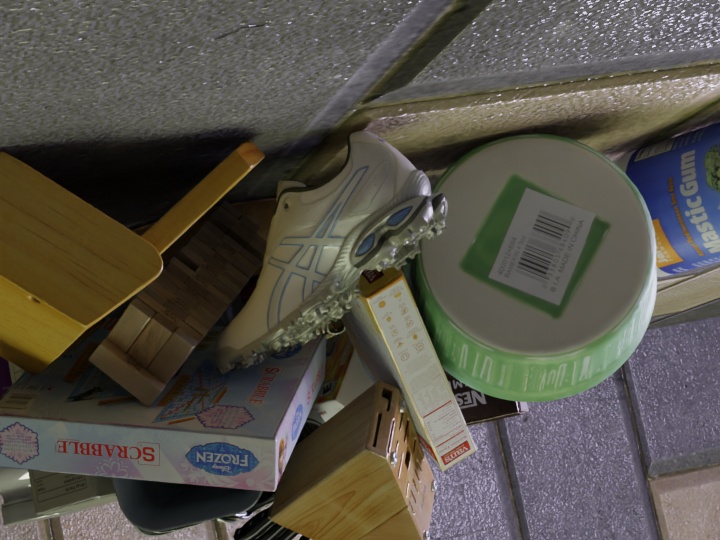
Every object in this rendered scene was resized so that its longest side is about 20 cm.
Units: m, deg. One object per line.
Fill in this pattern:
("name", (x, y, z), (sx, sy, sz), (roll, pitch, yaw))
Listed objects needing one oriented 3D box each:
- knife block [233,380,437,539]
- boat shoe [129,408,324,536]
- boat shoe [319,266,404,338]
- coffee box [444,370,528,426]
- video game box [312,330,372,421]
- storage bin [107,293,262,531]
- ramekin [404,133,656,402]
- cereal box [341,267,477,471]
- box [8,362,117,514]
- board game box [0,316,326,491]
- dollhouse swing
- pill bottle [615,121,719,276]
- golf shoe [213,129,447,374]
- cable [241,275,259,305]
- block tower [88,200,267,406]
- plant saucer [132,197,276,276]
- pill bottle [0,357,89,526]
("knife block", (-0.035, 0.171, 1.255), (0.175, 0.064, 0.200), (-2, 141, 16))
("boat shoe", (-0.119, 0.186, 1.385), (0.200, 0.072, 0.071), (-30, -147, 10))
("boat shoe", (0.002, 0.002, 1.322), (0.200, 0.073, 0.063), (-31, -175, 13))
("coffee box", (0.071, 0.040, 1.384), (0.113, 0.201, 0.080), (-14, 172, 11))
("video game box", (-0.038, 0.067, 1.500), (0.047, 0.200, 0.182), (37, 144, -25))
("storage bin", (-0.129, 0.093, 1.292), (0.145, 0.201, 0.134), (-15, -178, 14))
("ramekin", (0.131, -0.007, 1.195), (0.199, 0.201, 0.098), (-12, 164, 0))
("cereal box", (0.019, 0.046, 1.227), (0.039, 0.144, 0.200), (-31, 131, -8))
("box", (-0.239, 0.099, 1.337), (0.095, 0.201, 0.078), (-19, 169, 42))
("board game box", (-0.138, 0.089, 1.121), (0.199, 0.041, 0.200), (4, -161, 8))
("dollhouse swing", (-0.194, -0.042, 1.027), (0.182, 0.176, 0.200), (33, 160, -10))
("pill bottle", (0.278, -0.058, 1.322), (0.200, 0.112, 0.112), (-18, 170, 36))
("golf shoe", (-0.037, -0.012, 1.085), (0.200, 0.097, 0.078), (-40, 171, 13))
("cable", (-0.132, 0.024, 1.421), (0.200, 0.050, 0.097), (-19, -146, 14))
("block tower", (-0.122, 0.018, 1.122), (0.058, 0.054, 0.200), (-51, -176, 29))
("plant saucer", (-0.112, -0.018, 1.304), (0.200, 0.036, 0.200), (-11, 172, -2))
("pill bottle", (-0.301, 0.124, 1.417), (0.112, 0.201, 0.112), (-12, 172, -2))
